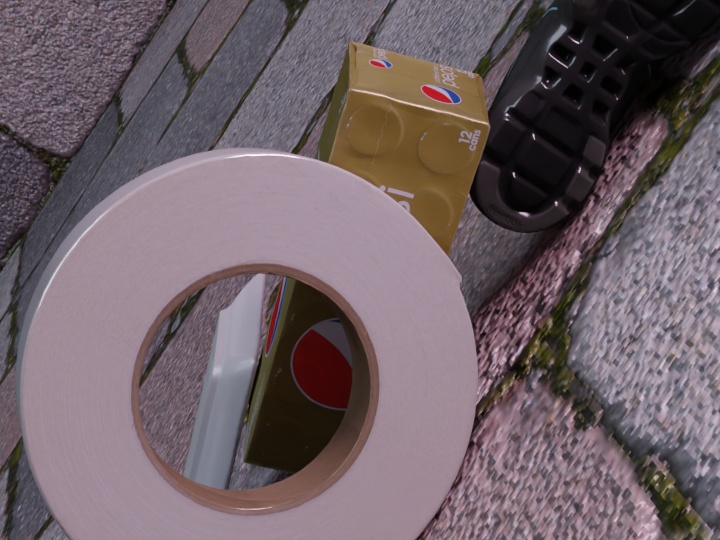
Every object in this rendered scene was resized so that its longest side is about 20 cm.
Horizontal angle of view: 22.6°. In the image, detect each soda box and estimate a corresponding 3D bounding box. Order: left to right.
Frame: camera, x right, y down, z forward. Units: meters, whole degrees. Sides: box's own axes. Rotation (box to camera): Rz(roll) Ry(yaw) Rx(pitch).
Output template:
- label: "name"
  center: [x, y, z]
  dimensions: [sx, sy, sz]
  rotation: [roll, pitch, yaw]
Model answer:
- label: "soda box"
  center: [0.000, 0.000, 0.848]
  dimensions: [0.064, 0.067, 0.201]
  rotation: [-90, 15, -64]

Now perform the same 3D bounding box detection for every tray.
- label: "tray"
  center: [-0.082, 0.108, 0.959]
  dimensions: [0.108, 0.022, 0.201]
  rotation: [-94, 17, -65]

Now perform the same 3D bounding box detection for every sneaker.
- label: "sneaker"
  center: [0.111, -0.114, 0.833]
  dimensions: [0.200, 0.075, 0.079]
  rotation: [-52, 14, 18]

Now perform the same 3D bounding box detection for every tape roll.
- label: "tape roll"
  center: [-0.047, 0.048, 0.775]
  dimensions: [0.204, 0.202, 0.037]
  rotation: [-58, 15, -1]
